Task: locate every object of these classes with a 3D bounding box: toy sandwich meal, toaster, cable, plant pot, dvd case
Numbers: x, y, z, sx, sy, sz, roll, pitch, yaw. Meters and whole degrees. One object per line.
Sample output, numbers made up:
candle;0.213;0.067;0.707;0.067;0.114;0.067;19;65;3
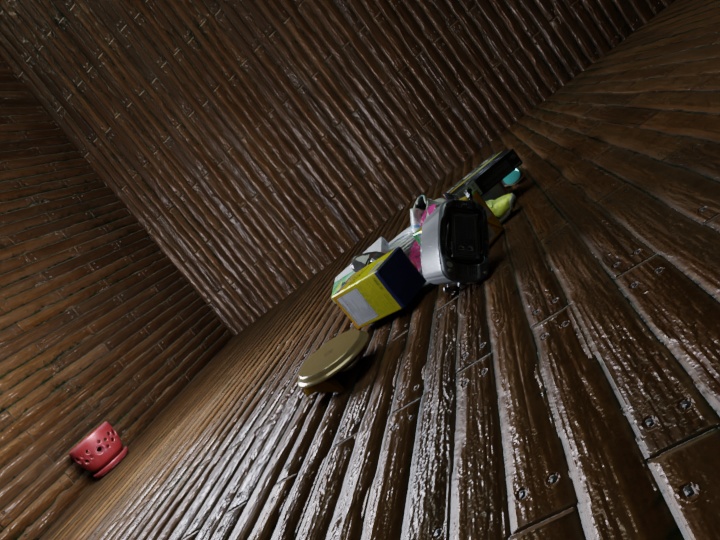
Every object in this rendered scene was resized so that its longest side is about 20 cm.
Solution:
toy sandwich meal;-0.053;0.205;1.155;0.204;0.071;0.205;-34;11;7
toaster;0.190;-0.059;1.117;0.113;0.202;0.129;3;-12;-17
cable;0.133;-0.066;1.613;0.200;0.069;0.200;-41;9;-19
plant pot;-1.184;0.823;2.452;0.200;0.183;0.200;-37;8;6
dvd case;0.109;0.068;1.356;0.199;0.018;0.143;-37;7;14

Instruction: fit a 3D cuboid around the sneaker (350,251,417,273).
sneaker;0.050;-0.014;1.408;0.199;0.078;0.082;6;-2;33

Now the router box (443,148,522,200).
router box;0.341;-0.257;1.522;0.200;0.052;0.157;-39;9;2

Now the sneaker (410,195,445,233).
sneaker;0.199;-0.183;1.551;0.074;0.087;0.200;-3;25;32

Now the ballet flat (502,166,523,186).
ballet flat;0.456;-0.296;1.684;0.063;0.069;0.200;-26;3;-22

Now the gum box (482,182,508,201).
gum box;0.335;-0.184;1.575;0.199;0.066;0.114;-36;9;20

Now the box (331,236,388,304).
box;0.000;0.000;1.556;0.200;0.036;0.145;-43;15;18

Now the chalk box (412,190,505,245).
chalk box;0.224;-0.088;1.316;0.124;0.124;0.200;-42;8;-28

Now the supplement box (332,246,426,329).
supplement box;0.043;0.045;1.314;0.200;0.109;0.110;-30;11;48

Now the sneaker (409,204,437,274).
sneaker;0.198;-0.072;1.452;0.081;0.088;0.202;2;72;69

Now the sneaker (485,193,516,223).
sneaker;0.304;-0.140;1.376;0.199;0.076;0.076;-33;21;27
